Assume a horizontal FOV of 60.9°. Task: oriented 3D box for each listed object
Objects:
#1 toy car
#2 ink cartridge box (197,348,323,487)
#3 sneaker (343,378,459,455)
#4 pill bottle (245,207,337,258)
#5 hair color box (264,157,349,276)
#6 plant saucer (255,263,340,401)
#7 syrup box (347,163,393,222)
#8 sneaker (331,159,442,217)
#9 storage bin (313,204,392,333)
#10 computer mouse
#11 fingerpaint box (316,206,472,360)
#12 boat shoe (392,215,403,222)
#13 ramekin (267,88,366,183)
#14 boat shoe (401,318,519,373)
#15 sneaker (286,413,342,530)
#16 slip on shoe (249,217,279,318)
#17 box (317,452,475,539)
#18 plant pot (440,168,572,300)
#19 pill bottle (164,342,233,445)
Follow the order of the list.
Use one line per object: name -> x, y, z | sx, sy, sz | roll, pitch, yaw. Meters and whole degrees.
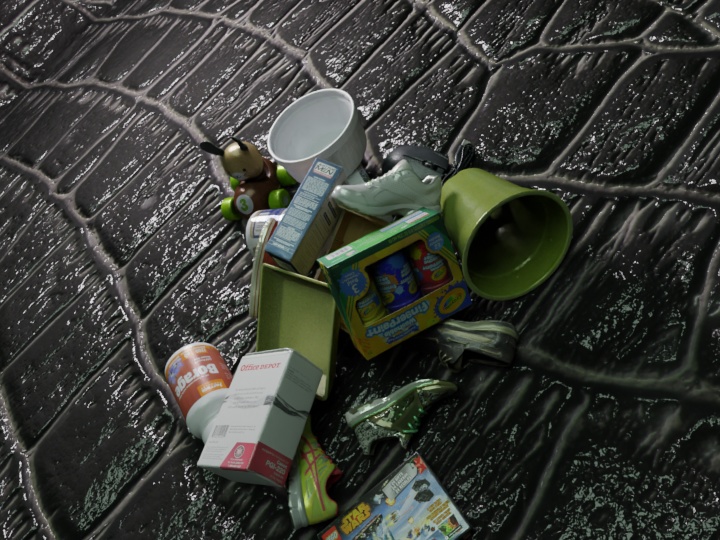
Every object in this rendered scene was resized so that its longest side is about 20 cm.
toy car -> -0.264, -0.223, 1.374 | 0.163, 0.200, 0.159 | -5, 57, 25
ink cartridge box -> -0.161, 0.237, 1.001 | 0.145, 0.085, 0.201 | -13, 49, 43
sneaker -> 0.074, 0.238, 0.982 | 0.199, 0.077, 0.089 | -27, 63, 16
pill bottle -> -0.125, -0.075, 1.261 | 0.199, 0.111, 0.112 | -1, 58, 27
hair color box -> -0.092, -0.095, 1.137 | 0.060, 0.100, 0.201 | 24, 76, 18
plant saucer -> -0.104, 0.102, 1.089 | 0.199, 0.048, 0.201 | 16, 106, 42
syrup box -> -0.012, -0.169, 1.283 | 0.078, 0.082, 0.201 | -30, 51, 5
sneaker -> 0.048, -0.140, 1.040 | 0.078, 0.199, 0.100 | -149, 64, -66
storage bin -> 0.000, 0.000, 1.111 | 0.198, 0.093, 0.201 | 27, 97, 37
computer mouse -> 0.125, -0.221, 1.264 | 0.199, 0.053, 0.139 | 13, 67, 34
fingerpaint box -> 0.057, 0.019, 0.977 | 0.199, 0.168, 0.073 | -26, 18, -11
boat shoe -> 0.097, -0.021, 1.137 | 0.071, 0.068, 0.201 | -19, 54, 13
ramekin -> -0.082, -0.265, 1.264 | 0.199, 0.105, 0.201 | -15, 51, 19
boat shoe -> 0.156, 0.124, 1.002 | 0.199, 0.075, 0.074 | -5, 57, 27
sneaker -> -0.076, 0.321, 1.002 | 0.090, 0.078, 0.201 | -4, 48, -5
slip on shoe -> -0.180, -0.004, 1.206 | 0.061, 0.074, 0.202 | 6, 93, -13
box -> 0.050, 0.387, 0.903 | 0.200, 0.040, 0.137 | -39, 50, -1
plant pot -> 0.221, -0.084, 1.050 | 0.200, 0.200, 0.190 | -35, 38, 2
pill bottle -> -0.279, 0.235, 1.131 | 0.112, 0.112, 0.200 | -41, 49, -3
